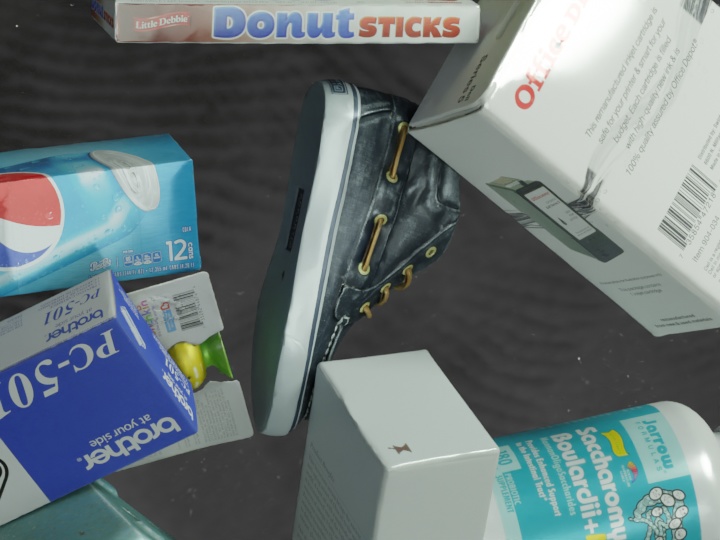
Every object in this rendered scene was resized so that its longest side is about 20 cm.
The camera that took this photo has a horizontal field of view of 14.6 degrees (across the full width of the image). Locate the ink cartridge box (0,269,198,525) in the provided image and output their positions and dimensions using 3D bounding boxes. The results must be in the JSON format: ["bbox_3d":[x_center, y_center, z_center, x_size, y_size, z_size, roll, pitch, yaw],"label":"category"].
[{"bbox_3d":[-0.195,0.084,1.485,0.199,0.044,0.094,-26,127,10],"label":"ink cartridge box"}]

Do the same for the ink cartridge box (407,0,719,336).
[{"bbox_3d":[0.146,-0.082,1.546,0.200,0.084,0.146,38,67,-21],"label":"ink cartridge box"}]

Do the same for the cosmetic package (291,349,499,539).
[{"bbox_3d":[0.012,0.156,1.555,0.071,0.102,0.201,-7,125,-23],"label":"cosmetic package"}]

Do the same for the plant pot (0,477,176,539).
[{"bbox_3d":[-0.155,0.226,1.509,0.196,0.196,0.200,40,85,-27],"label":"plant pot"}]

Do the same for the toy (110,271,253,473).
[{"bbox_3d":[-0.167,0.062,1.532,0.198,0.047,0.116,-13,126,1],"label":"toy"}]

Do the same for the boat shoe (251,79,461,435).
[{"bbox_3d":[0.000,0.000,1.557,0.090,0.071,0.202,10,101,-17],"label":"boat shoe"}]

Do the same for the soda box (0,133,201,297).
[{"bbox_3d":[-0.189,-0.025,1.497,0.198,0.068,0.065,-8,107,-14],"label":"soda box"}]

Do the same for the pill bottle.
[{"bbox_3d":[0.140,0.138,1.614,0.198,0.111,0.112,-12,108,-13],"label":"pill bottle"}]

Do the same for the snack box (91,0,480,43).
[{"bbox_3d":[-0.041,-0.138,1.508,0.198,0.072,0.025,-1,106,-16],"label":"snack box"}]
